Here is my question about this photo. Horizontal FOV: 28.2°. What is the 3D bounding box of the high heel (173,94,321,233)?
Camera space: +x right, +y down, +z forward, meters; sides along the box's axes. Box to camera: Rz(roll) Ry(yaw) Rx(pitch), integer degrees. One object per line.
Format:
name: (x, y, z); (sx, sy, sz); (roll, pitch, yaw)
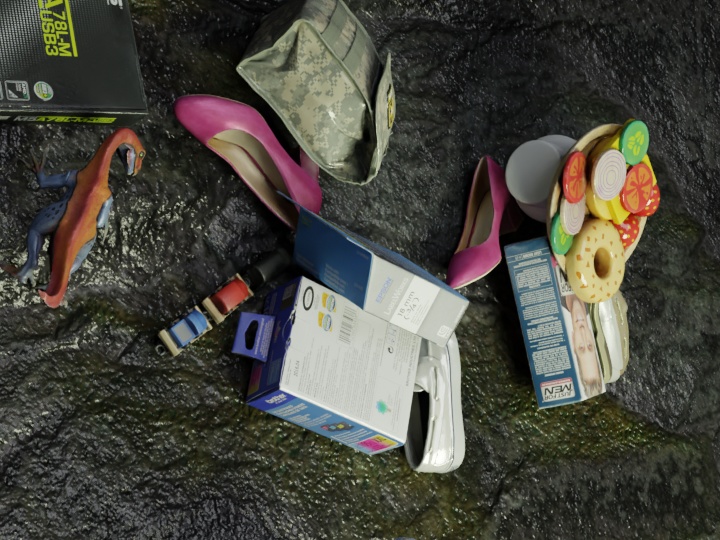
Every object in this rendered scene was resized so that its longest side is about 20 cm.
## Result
high heel: (-0.123, -0.114, 1.555); (0.200, 0.067, 0.096); (32, 49, -38)

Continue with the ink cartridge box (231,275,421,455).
ink cartridge box: (-0.040, 0.098, 1.539); (0.200, 0.076, 0.137); (27, 57, -28)

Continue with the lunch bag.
lunch bag: (-0.028, -0.207, 1.609); (0.200, 0.117, 0.164); (50, 23, -18)

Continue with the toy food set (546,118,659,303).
toy food set: (0.290, -0.077, 1.703); (0.200, 0.049, 0.198); (-46, 129, -24)

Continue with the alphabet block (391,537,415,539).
alphabet block: (-0.011, 0.400, 1.371); (0.200, 0.196, 0.196); (-37, 96, -39)

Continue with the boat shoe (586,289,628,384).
boat shoe: (0.295, 0.044, 1.809); (0.068, 0.075, 0.201); (-15, 101, -43)

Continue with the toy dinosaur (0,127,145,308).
toy dinosaur: (-0.261, -0.054, 1.390); (0.105, 0.200, 0.182); (39, 85, -38)

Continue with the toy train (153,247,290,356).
toy train: (-0.142, 0.032, 1.506); (0.200, 0.046, 0.034); (-40, 98, -39)

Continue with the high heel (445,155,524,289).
high heel: (0.138, -0.058, 1.732); (0.200, 0.067, 0.096); (-46, 113, -44)

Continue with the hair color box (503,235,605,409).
hair color box: (0.237, 0.060, 1.738); (0.100, 0.060, 0.201); (-6, 84, -63)

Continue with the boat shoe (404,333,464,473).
boat shoe: (0.068, 0.129, 1.618); (0.066, 0.072, 0.201); (2, 80, -41)

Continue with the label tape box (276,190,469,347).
label tape box: (0.000, 0.000, 1.537); (0.200, 0.144, 0.063); (26, 95, -42)

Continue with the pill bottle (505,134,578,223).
pill bottle: (0.263, -0.107, 1.791); (0.200, 0.109, 0.110); (12, 65, -54)

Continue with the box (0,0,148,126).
box: (-0.326, -0.248, 1.471); (0.193, 0.047, 0.201); (-3, 76, -35)
